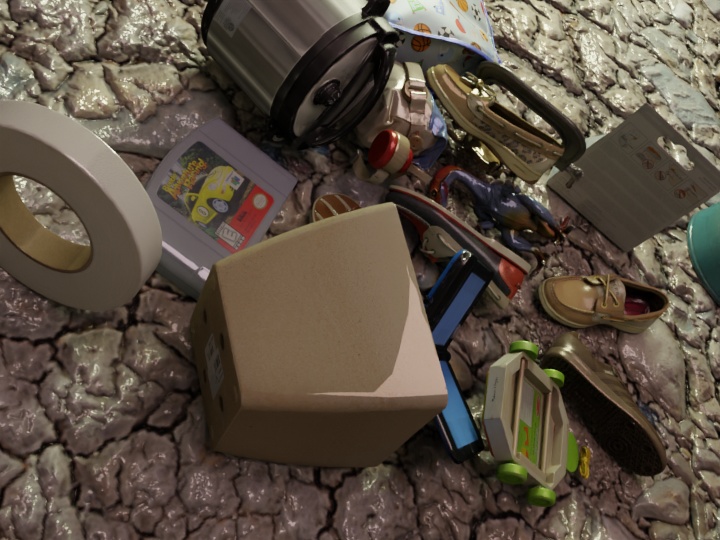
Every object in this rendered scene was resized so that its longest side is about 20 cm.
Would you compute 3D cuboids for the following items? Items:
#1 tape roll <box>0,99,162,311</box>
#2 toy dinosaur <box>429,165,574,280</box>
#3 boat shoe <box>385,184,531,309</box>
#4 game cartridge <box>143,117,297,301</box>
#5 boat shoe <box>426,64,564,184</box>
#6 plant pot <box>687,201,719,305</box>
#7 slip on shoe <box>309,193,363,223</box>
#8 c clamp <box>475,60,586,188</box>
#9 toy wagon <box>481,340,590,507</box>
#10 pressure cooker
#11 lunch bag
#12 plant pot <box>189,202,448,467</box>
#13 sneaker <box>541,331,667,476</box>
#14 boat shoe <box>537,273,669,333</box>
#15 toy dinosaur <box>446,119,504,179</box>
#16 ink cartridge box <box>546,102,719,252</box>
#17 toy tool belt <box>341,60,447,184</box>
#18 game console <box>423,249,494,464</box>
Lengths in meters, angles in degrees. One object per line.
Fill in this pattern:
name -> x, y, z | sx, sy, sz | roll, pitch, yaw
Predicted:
tape roll -> -0.264, -0.051, 0.832 | 0.202, 0.203, 0.037 | 38, 49, -9
toy dinosaur -> 0.173, -0.072, 1.259 | 0.181, 0.105, 0.200 | 39, 14, 3
boat shoe -> 0.108, -0.031, 1.171 | 0.199, 0.071, 0.063 | 33, 91, 0
game cartridge -> -0.158, -0.070, 1.029 | 0.132, 0.041, 0.201 | 34, 49, -8
boat shoe -> 0.165, -0.192, 1.208 | 0.199, 0.063, 0.074 | 38, 28, -19
plant pot -> 0.627, -0.049, 1.458 | 0.198, 0.188, 0.202 | 17, 54, -25
slip on shoe -> 0.000, 0.000, 1.083 | 0.075, 0.061, 0.201 | -19, 56, -28
c clamp -> 0.219, -0.186, 1.266 | 0.200, 0.171, 0.027 | 43, 81, 1
toy wagon -> 0.200, 0.182, 1.096 | 0.200, 0.039, 0.157 | 42, 48, -40
pressure cooker -> -0.061, -0.244, 1.097 | 0.178, 0.176, 0.200 | -39, 78, -22
lunch bag -> 0.085, -0.325, 1.292 | 0.197, 0.124, 0.172 | 3, 60, -25
plant pot -> -0.056, 0.073, 0.919 | 0.175, 0.200, 0.203 | -4, 65, -23
sneaker -> 0.310, 0.156, 1.194 | 0.200, 0.070, 0.075 | 49, 47, -1
boat shoe -> 0.320, 0.034, 1.276 | 0.198, 0.066, 0.075 | 6, 60, -32
toy dinosaur -> 0.149, -0.179, 1.302 | 0.101, 0.058, 0.201 | 36, 29, -19
ink cartridge box -> 0.374, -0.130, 1.321 | 0.160, 0.200, 0.047 | 40, 48, -8
toy tool belt -> 0.058, -0.167, 1.172 | 0.122, 0.125, 0.201 | 25, 32, -28
game console -> 0.115, 0.088, 1.010 | 0.118, 0.172, 0.200 | 35, 4, 15
